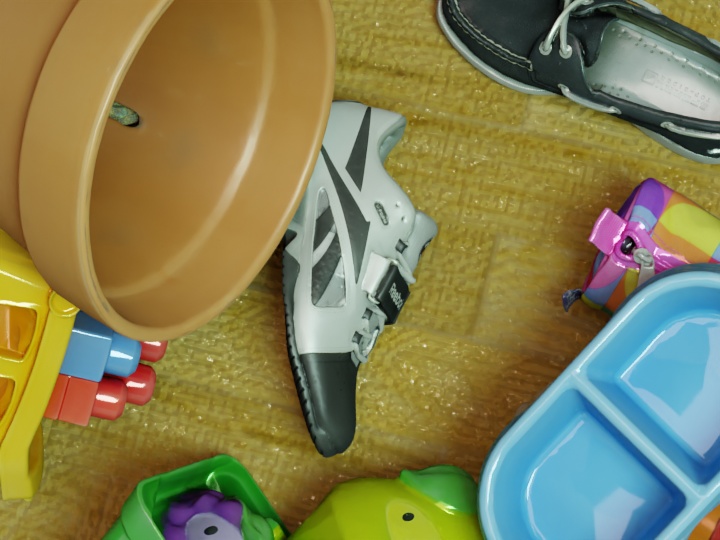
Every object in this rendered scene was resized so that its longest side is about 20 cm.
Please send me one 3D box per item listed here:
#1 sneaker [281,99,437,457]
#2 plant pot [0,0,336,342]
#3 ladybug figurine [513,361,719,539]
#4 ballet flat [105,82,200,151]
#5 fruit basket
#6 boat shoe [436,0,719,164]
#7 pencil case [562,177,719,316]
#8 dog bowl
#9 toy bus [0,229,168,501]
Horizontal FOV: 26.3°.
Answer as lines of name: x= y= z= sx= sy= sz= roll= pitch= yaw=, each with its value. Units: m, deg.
sneaker: x=0.000 y=0.000 z=0.845 sx=0.088 sy=0.074 sz=0.202 roll=-3 pitch=78 yaw=0
plant pot: x=-0.122 y=-0.083 z=0.750 sx=0.139 sy=0.200 sz=0.201 roll=23 pitch=82 yaw=23
ladybug figurine: x=0.169 y=0.123 z=0.806 sx=0.199 sy=0.072 sz=0.136 roll=33 pitch=96 yaw=17
ballet flat: x=-0.132 y=-0.068 z=0.865 sx=0.198 sy=0.071 sz=0.071 roll=-15 pitch=80 yaw=6
fruit basket: x=-0.025 y=0.177 z=0.792 sx=0.214 sy=0.155 sz=0.218 roll=0 pitch=91 yaw=18
boat shoe: x=0.136 y=-0.125 z=0.864 sx=0.199 sy=0.060 sz=0.076 roll=21 pitch=83 yaw=7
pencil case: x=0.209 y=0.030 z=0.824 sx=0.199 sy=0.088 sz=0.089 roll=31 pitch=84 yaw=7
dog bowl: x=0.137 y=0.081 z=0.756 sx=0.111 sy=0.050 sz=0.200 roll=44 pitch=95 yaw=17
toy bus: x=-0.207 y=0.058 z=0.824 sx=0.191 sy=0.136 sz=0.201 roll=18 pitch=107 yaw=-17
